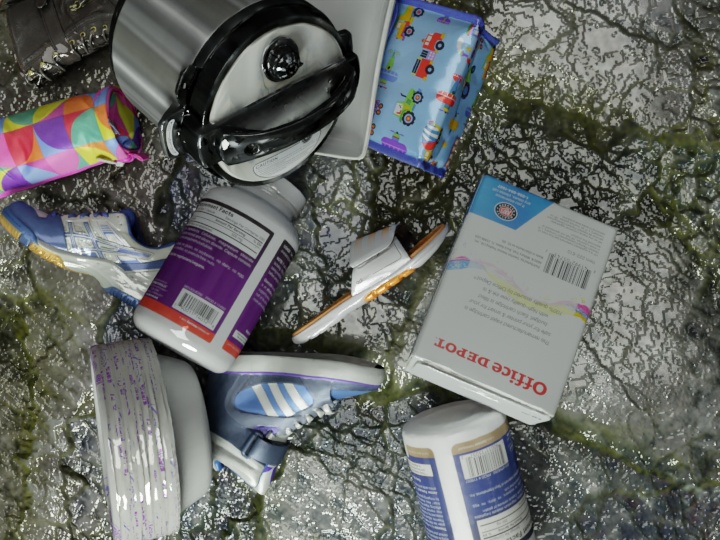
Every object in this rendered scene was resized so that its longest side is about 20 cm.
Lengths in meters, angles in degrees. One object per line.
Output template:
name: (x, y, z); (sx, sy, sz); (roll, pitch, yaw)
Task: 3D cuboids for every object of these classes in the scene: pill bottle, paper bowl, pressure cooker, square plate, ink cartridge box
pill bottle: (-0.137, -0.005, 0.826); (0.112, 0.113, 0.201); (28, 76, 3)
paper bowl: (-0.214, 0.169, 0.827); (0.103, 0.200, 0.203); (-8, 95, -20)
pressure cooker: (-0.109, -0.174, 0.722); (0.200, 0.178, 0.177); (39, 102, 30)
pill bottle: (0.118, 0.245, 0.838); (0.110, 0.111, 0.202); (-14, 94, 7)
square plate: (-0.055, -0.215, 0.814); (0.199, 0.028, 0.200); (11, 90, 33)
ink cartridge box: (0.145, 0.032, 0.795); (0.144, 0.085, 0.201); (23, 73, 4)

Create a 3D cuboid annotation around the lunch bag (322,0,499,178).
lunch bag: (0.017, -0.205, 0.829); (0.199, 0.094, 0.152); (25, 99, 19)

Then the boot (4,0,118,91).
boot: (-0.281, -0.243, 0.850); (0.173, 0.069, 0.201); (-31, 70, 9)

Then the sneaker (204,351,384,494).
sneaker: (-0.074, 0.164, 0.860); (0.198, 0.081, 0.148); (2, 89, 10)

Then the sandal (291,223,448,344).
sandal: (-0.001, 0.002, 0.844); (0.206, 0.079, 0.059); (-35, 94, 10)

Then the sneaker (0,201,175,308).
sneaker: (-0.283, -0.035, 0.873); (0.199, 0.075, 0.089); (28, 89, -6)

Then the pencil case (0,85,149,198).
pencil case: (-0.332, -0.135, 0.865); (0.198, 0.088, 0.089); (-13, 94, 9)

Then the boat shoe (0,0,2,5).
boat shoe: (-0.393, -0.347, 0.855); (0.070, 0.070, 0.202); (11, 97, 6)
